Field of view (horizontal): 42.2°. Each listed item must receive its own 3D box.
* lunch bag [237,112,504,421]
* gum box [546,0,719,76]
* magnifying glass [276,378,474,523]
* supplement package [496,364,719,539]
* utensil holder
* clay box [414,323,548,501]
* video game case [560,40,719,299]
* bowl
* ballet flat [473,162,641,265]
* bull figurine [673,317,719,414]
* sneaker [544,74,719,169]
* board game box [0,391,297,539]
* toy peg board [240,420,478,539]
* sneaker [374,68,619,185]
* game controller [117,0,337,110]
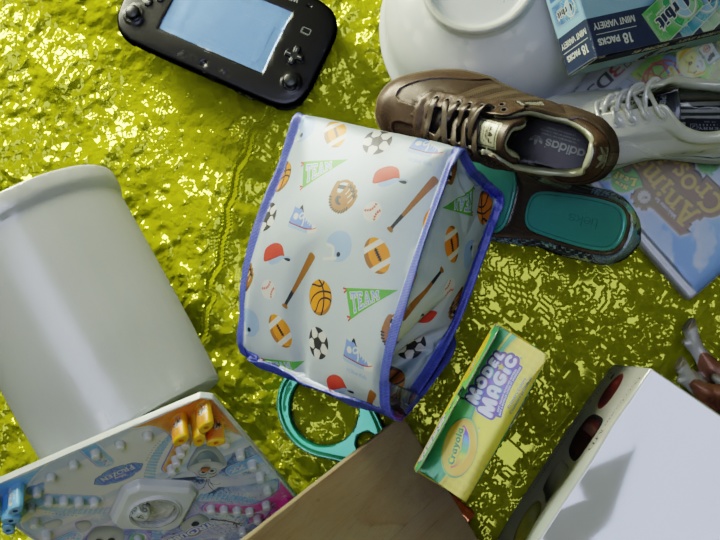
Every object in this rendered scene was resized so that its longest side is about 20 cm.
[{"bbox_3d":[0.000,0.000,0.741,0.167,0.123,0.204,15,80,35],"label":"lunch bag"},{"bbox_3d":[0.210,-0.270,0.728,0.167,0.044,0.204,-16,87,-21],"label":"gum box"},{"bbox_3d":[0.012,0.153,0.798,0.199,0.022,0.080,38,91,9],"label":"magnifying glass"},{"bbox_3d":[0.202,0.188,0.674,0.146,0.200,0.193,34,90,10],"label":"supplement package"},{"bbox_3d":[-0.230,0.043,0.772,0.168,0.170,0.202,-33,83,5],"label":"utensil holder"},{"bbox_3d":[0.093,0.103,0.698,0.047,0.200,0.116,30,90,10],"label":"clay box"},{"bbox_3d":[0.274,-0.112,0.778,0.181,0.022,0.201,-41,81,4],"label":"video game case"},{"bbox_3d":[0.102,-0.225,0.772,0.196,0.090,0.206,-2,80,14],"label":"bowl"},{"bbox_3d":[0.139,-0.050,0.767,0.198,0.074,0.075,26,90,33],"label":"ballet flat"},{"bbox_3d":[0.333,0.040,0.731,0.120,0.065,0.203,31,92,4],"label":"bull figurine"},{"bbox_3d":[0.220,-0.124,0.735,0.195,0.071,0.075,-3,67,5],"label":"sneaker"},{"bbox_3d":[-0.164,0.193,0.742,0.196,0.201,0.026,-23,46,5],"label":"board game box"},{"bbox_3d":[-0.002,0.258,0.709,0.098,0.198,0.201,-36,85,49],"label":"toy peg board"},{"bbox_3d":[0.098,-0.113,0.705,0.196,0.075,0.072,13,101,17],"label":"sneaker"},{"bbox_3d":[-0.120,-0.222,0.840,0.197,0.042,0.106,24,89,9],"label":"game controller"}]
